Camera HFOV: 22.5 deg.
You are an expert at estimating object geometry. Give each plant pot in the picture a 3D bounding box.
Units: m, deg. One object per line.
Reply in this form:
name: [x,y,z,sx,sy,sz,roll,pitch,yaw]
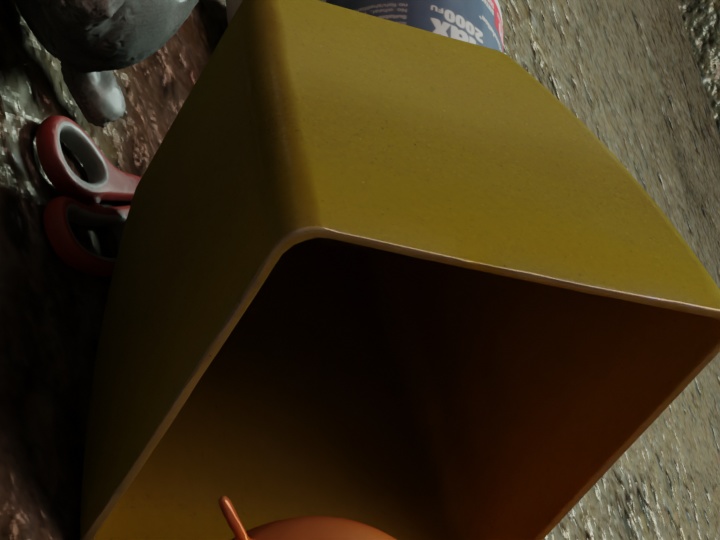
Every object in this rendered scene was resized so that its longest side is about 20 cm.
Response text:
plant pot: [0.000,0.000,0.755,0.199,0.200,0.177,11,45,-28]

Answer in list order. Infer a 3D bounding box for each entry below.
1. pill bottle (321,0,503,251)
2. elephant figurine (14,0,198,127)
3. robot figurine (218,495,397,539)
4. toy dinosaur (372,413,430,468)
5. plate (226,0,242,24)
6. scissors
pill bottle: [0.019,-0.072,0.967,0.120,0.119,0.201,54,27,-39]
elephant figurine: [-0.069,-0.183,0.781,0.142,0.200,0.155,54,-12,-4]
robot figurine: [-0.016,0.176,0.692,0.144,0.116,0.201,-90,175,-54]
toy dinosaur: [0.009,0.130,0.894,0.200,0.102,0.136,-118,-163,-67]
plate: [-0.020,-0.065,1.078,0.200,0.032,0.200,17,56,-66]
scissors: [-0.099,-0.026,0.864,0.200,0.014,0.073,16,55,-68]
